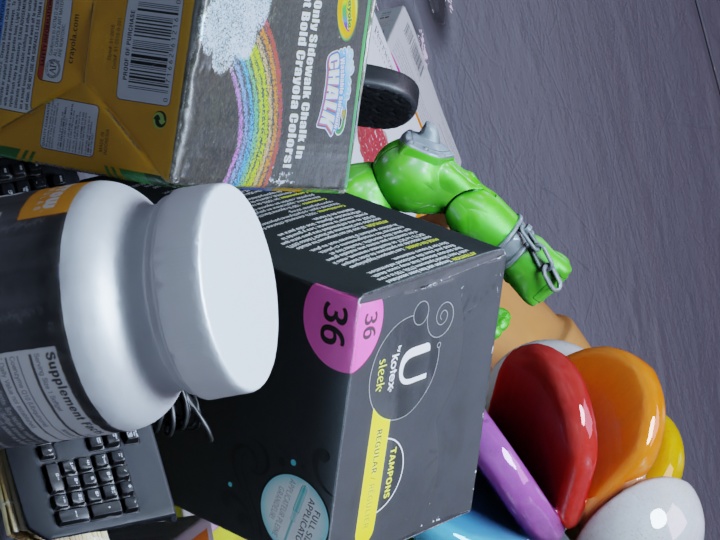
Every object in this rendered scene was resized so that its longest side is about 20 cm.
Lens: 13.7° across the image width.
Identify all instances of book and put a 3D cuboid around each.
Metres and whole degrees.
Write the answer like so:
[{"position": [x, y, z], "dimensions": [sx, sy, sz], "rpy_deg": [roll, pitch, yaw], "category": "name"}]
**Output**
[{"position": [0.023, -0.086, 2.119], "dimensions": [0.200, 0.048, 0.134], "rpy_deg": [-67, 142, -58], "category": "book"}]

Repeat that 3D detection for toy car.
[{"position": [0.092, 0.117, 1.723], "dimensions": [0.175, 0.199, 0.150], "rpy_deg": [54, -11, 37], "category": "toy car"}]

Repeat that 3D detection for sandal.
[{"position": [-0.063, -0.122, 1.703], "dimensions": [0.075, 0.199, 0.045], "rpy_deg": [129, -32, -65], "category": "sandal"}]

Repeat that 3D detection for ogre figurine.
[{"position": [0.000, 0.000, 1.639], "dimensions": [0.120, 0.199, 0.098], "rpy_deg": [62, 31, -14], "category": "ogre figurine"}]

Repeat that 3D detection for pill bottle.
[{"position": [-0.146, 0.021, 1.355], "dimensions": [0.116, 0.199, 0.117], "rpy_deg": [-9, 90, -71], "category": "pill bottle"}]

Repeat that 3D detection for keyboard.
[{"position": [-0.133, 0.027, 1.441], "dimensions": [0.040, 0.104, 0.201], "rpy_deg": [-52, -129, 56], "category": "keyboard"}]

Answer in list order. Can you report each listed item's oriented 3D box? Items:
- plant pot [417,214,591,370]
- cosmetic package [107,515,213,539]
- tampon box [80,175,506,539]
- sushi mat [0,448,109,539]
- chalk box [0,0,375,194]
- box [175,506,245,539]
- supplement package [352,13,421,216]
[{"position": [0.038, 0.054, 1.913], "dimensions": [0.141, 0.199, 0.200], "rpy_deg": [60, 24, -10], "category": "plant pot"}, {"position": [-0.132, 0.199, 1.515], "dimensions": [0.200, 0.071, 0.102], "rpy_deg": [-32, 113, -69], "category": "cosmetic package"}, {"position": [-0.047, 0.041, 1.532], "dimensions": [0.126, 0.199, 0.151], "rpy_deg": [-18, 121, -49], "category": "tampon box"}, {"position": [-0.168, 0.051, 1.477], "dimensions": [0.096, 0.012, 0.201], "rpy_deg": [35, 35, -61], "category": "sushi mat"}, {"position": [-0.076, -0.107, 1.459], "dimensions": [0.200, 0.123, 0.126], "rpy_deg": [1, 99, -60], "category": "chalk box"}, {"position": [-0.053, 0.130, 1.706], "dimensions": [0.048, 0.117, 0.201], "rpy_deg": [180, -98, -74], "category": "box"}, {"position": [-0.042, -0.045, 1.798], "dimensions": [0.201, 0.119, 0.122], "rpy_deg": [-76, 150, -48], "category": "supplement package"}]
